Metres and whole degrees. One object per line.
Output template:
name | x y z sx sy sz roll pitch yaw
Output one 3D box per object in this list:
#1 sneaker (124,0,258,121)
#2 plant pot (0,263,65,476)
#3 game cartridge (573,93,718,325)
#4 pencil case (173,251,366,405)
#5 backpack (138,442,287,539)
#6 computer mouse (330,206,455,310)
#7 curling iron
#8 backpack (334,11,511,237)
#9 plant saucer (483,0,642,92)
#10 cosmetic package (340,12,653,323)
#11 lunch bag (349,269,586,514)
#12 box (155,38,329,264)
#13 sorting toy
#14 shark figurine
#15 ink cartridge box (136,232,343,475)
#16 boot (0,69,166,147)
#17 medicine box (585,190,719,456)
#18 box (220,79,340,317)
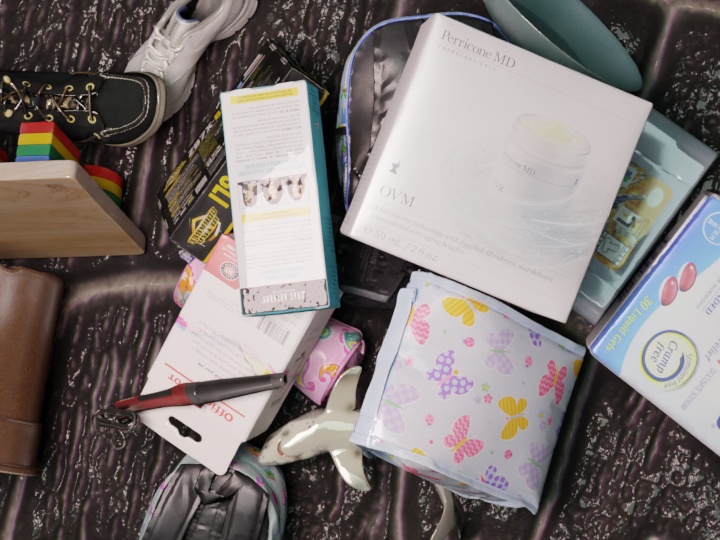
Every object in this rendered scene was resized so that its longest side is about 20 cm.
sneaker | -0.188 -0.227 1.534 0.074 0.087 0.200 39 99 9
plant pot | -0.394 0.085 1.534 0.199 0.200 0.200 13 84 13
game cartridge | 0.230 -0.066 1.462 0.133 0.042 0.201 35 97 7
pencil case | -0.090 0.048 1.510 0.199 0.087 0.088 35 97 12
backpack | -0.150 0.265 1.496 0.166 0.127 0.201 18 104 -1
computer mouse | 0.000 0.000 1.502 0.199 0.053 0.139 18 74 7
curling iron | -0.157 0.124 1.405 0.199 0.026 0.050 -15 55 16
backpack | 0.065 -0.136 1.436 0.182 0.147 0.202 -3 94 0
plant saucer | 0.171 -0.221 1.400 0.201 0.201 0.039 46 116 9
cosmetic package | 0.112 -0.087 1.306 0.198 0.123 0.201 21 91 -5
lunch bag | 0.087 0.108 1.390 0.127 0.199 0.171 5 73 49
box | -0.119 -0.119 1.480 0.049 0.160 0.200 34 97 -19
sorting toy | -0.336 -0.080 1.520 0.198 0.199 0.070 -2 69 12
shark figurine | 0.023 0.172 1.482 0.213 0.090 0.129 26 93 1
ink cartridge box | -0.118 0.078 1.441 0.116 0.067 0.201 33 103 12
boot | -0.300 -0.162 1.488 0.203 0.153 0.074 2 90 45
medicine box | 0.337 0.058 1.391 0.200 0.103 0.183 38 98 4
box | -0.071 -0.062 1.361 0.082 0.049 0.202 -6 87 13
